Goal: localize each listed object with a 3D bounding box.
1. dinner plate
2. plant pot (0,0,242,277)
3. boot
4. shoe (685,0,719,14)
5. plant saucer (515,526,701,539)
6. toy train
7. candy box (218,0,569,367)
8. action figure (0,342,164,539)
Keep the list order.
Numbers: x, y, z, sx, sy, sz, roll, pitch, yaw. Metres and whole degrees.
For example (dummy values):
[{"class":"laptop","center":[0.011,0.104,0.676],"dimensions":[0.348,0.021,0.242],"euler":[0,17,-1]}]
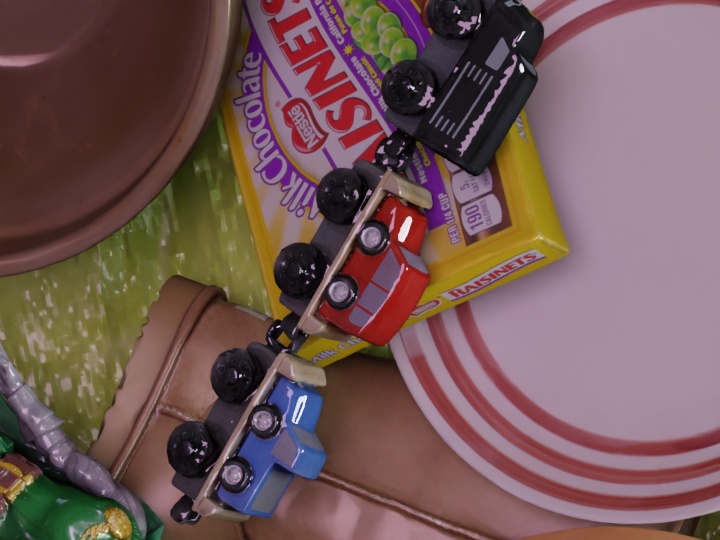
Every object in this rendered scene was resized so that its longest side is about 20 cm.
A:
[{"class":"dinner plate","center":[0.095,-0.017,0.861],"dimensions":[0.200,0.024,0.201],"euler":[-7,76,31]},{"class":"plant pot","center":[-0.134,-0.104,0.920],"dimensions":[0.200,0.093,0.202],"euler":[2,104,8]},{"class":"boot","center":[-0.002,0.106,0.897],"dimensions":[0.199,0.066,0.176],"euler":[20,87,13]},{"class":"shoe","center":[0.183,-0.082,0.873],"dimensions":[0.200,0.070,0.054],"euler":[28,99,16]},{"class":"plant saucer","center":[0.082,0.181,0.850],"dimensions":[0.199,0.037,0.201],"euler":[3,106,11]},{"class":"toy train","center":[0.000,0.000,0.849],"dimensions":[0.046,0.034,0.200],"euler":[32,94,20]},{"class":"candy box","center":[-0.004,-0.076,0.905],"dimensions":[0.102,0.026,0.201],"euler":[-27,65,24]},{"class":"action figure","center":[-0.137,0.063,0.866],"dimensions":[0.200,0.055,0.118],"euler":[31,51,11]}]
